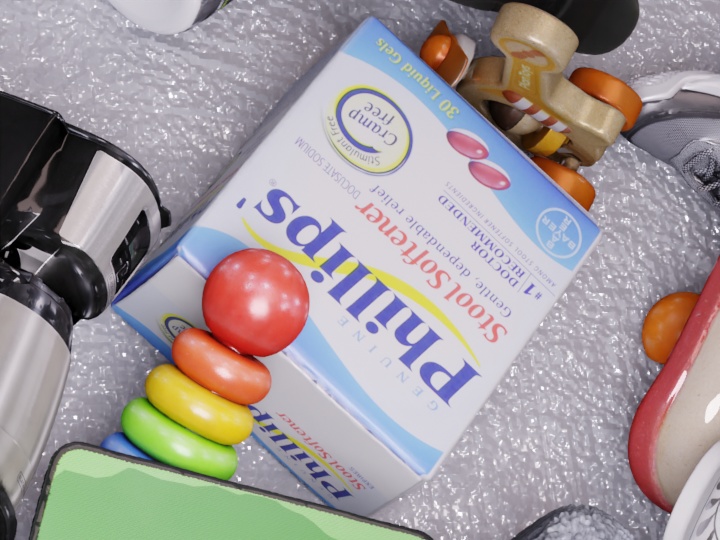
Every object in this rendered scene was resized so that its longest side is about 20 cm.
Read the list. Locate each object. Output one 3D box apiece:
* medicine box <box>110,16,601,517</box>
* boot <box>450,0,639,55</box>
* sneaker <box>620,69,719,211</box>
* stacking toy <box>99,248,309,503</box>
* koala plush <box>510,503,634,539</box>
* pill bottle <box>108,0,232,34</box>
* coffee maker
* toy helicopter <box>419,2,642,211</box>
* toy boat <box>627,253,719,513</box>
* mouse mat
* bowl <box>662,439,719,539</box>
[{"bbox_3d":[0.000,0.000,1.404,0.182,0.103,0.200,42,57,-7],"label":"medicine box"},{"bbox_3d":[0.071,-0.211,1.508,0.199,0.069,0.174,31,21,-30],"label":"boot"},{"bbox_3d":[0.235,-0.043,1.562,0.199,0.075,0.115,20,60,-23],"label":"sneaker"},{"bbox_3d":[-0.086,0.082,1.281,0.085,0.085,0.201,29,95,-15],"label":"stacking toy"},{"bbox_3d":[0.112,0.242,1.334,0.200,0.177,0.183,53,46,4],"label":"koala plush"},{"bbox_3d":[-0.060,-0.223,1.458,0.200,0.106,0.106,-37,90,-34],"label":"pill bottle"},{"bbox_3d":[-0.216,0.010,1.266,0.191,0.135,0.201,31,59,-14],"label":"coffee maker"},{"bbox_3d":[0.088,-0.110,1.447,0.132,0.200,0.079,27,78,9],"label":"toy helicopter"},{"bbox_3d":[0.215,0.047,1.491,0.130,0.130,0.201,36,77,-37],"label":"toy boat"},{"bbox_3d":[-0.067,0.176,1.216,0.199,0.008,0.162,15,64,-6],"label":"mouse mat"},{"bbox_3d":[0.220,0.147,1.373,0.094,0.202,0.201,25,53,24],"label":"bowl"}]
